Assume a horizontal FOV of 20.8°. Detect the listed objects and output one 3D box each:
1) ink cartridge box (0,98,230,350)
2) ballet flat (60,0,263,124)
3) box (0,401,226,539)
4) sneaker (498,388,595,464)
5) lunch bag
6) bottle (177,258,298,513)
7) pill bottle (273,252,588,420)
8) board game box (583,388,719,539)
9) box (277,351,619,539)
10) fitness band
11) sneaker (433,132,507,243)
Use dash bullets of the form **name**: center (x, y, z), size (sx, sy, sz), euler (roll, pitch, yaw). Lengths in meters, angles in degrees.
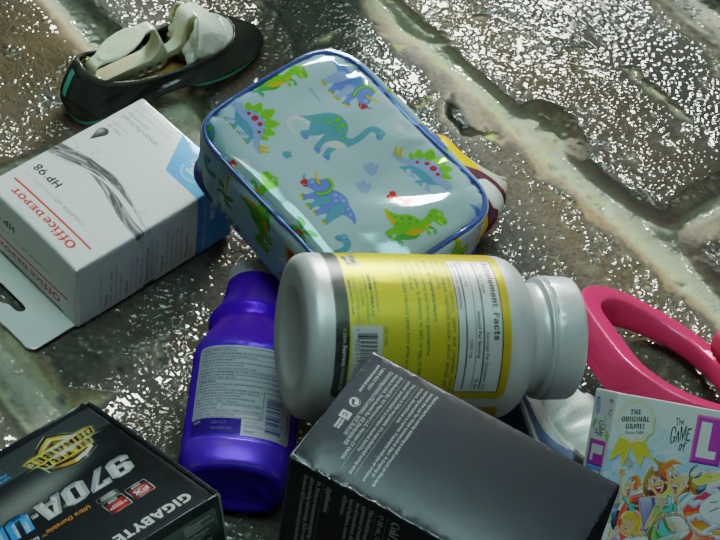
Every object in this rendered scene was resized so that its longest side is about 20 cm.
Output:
- **ink cartridge box**: center (-0.208, -0.038, 1.513), size (0.200, 0.067, 0.116), euler (-34, 61, -32)
- **ballet flat**: center (-0.161, -0.183, 1.651), size (0.199, 0.069, 0.068), euler (-29, 57, -30)
- **box**: center (-0.213, 0.179, 1.299), size (0.199, 0.046, 0.159), euler (-30, 38, -30)
- **sneaker**: center (0.175, 0.129, 1.422), size (0.115, 0.081, 0.200), euler (-21, 61, -30)
- **lunch bag**: center (-0.012, -0.060, 1.456), size (0.160, 0.083, 0.200), euler (-35, 70, -27)
- **bottle**: center (-0.083, 0.080, 1.427), size (0.083, 0.066, 0.201), euler (7, 47, -4)
- **pill bottle**: center (0.048, 0.045, 1.335), size (0.198, 0.113, 0.113), euler (1, 47, -16)
- **board game box**: center (0.243, 0.163, 1.336), size (0.199, 0.034, 0.136), euler (11, 88, -19)
- **box**: center (0.048, 0.185, 1.261), size (0.181, 0.201, 0.104), euler (29, 51, 15)
- **fitness band**: center (0.230, 0.071, 1.449), size (0.143, 0.038, 0.200), euler (13, 21, -20)
- **sneaker**: center (0.022, -0.083, 1.595), size (0.199, 0.075, 0.090), euler (29, 40, 10)
